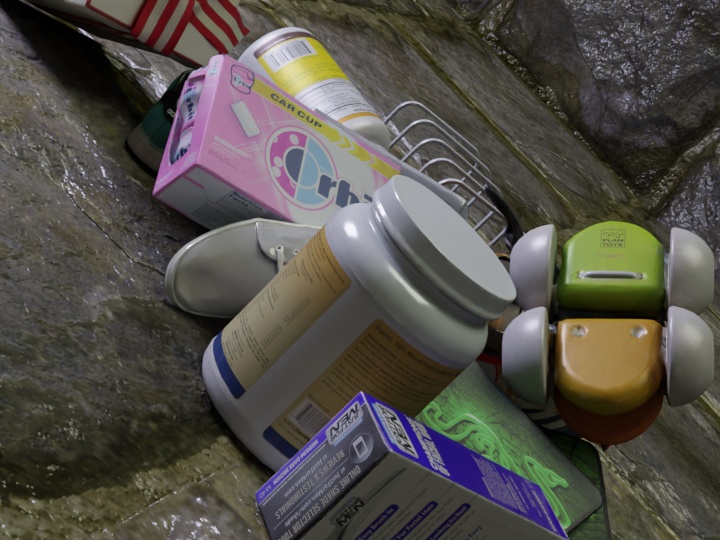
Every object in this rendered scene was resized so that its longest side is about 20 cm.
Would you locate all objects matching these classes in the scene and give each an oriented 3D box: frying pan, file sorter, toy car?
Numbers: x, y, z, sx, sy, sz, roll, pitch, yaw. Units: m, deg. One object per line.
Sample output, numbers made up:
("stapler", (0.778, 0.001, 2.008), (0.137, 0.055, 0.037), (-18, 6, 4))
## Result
("frying pan", (0.172, -0.014, 1.608), (0.115, 0.031, 0.190), (46, 4, 20))
("file sorter", (0.076, -0.073, 1.781), (0.139, 0.125, 0.200), (36, 18, -29))
("toy car", (0.216, 0.057, 1.421), (0.150, 0.174, 0.200), (76, 18, -52))

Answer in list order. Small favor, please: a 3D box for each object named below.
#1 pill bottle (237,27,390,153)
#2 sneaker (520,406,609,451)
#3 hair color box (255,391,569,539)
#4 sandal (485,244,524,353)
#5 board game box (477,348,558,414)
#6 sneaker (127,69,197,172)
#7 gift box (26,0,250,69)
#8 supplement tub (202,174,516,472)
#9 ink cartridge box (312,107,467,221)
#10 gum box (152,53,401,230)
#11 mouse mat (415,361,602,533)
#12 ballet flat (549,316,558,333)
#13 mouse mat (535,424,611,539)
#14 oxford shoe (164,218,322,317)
("pill bottle", (-0.043, -0.150, 1.704), (0.200, 0.109, 0.109), (54, 18, 26))
("sneaker", (0.175, 0.136, 1.631), (0.199, 0.085, 0.075), (14, 26, -13))
("hair color box", (0.038, 0.170, 1.126), (0.200, 0.109, 0.065), (31, 21, -41))
("sandal", (0.130, 0.016, 1.562), (0.080, 0.054, 0.200), (19, 23, -2))
("board game box", (0.133, 0.070, 1.575), (0.199, 0.046, 0.152), (13, 26, -14))
("sneaker", (-0.144, -0.140, 1.481), (0.071, 0.080, 0.200), (42, 16, -5))
("gift box", (-0.187, -0.291, 1.463), (0.186, 0.185, 0.200), (21, 3, 40))
("supplement tub", (0.000, 0.044, 1.173), (0.144, 0.200, 0.144), (41, 17, -15))
("ink cartridge box", (0.020, -0.066, 1.517), (0.162, 0.057, 0.200), (31, -3, 8))
("gum box", (-0.068, -0.075, 1.328), (0.200, 0.066, 0.114), (31, 51, -27))
("mouse mat", (0.085, 0.141, 1.298), (0.200, 0.008, 0.161), (47, 41, 15))
("ballet flat", (0.211, 0.046, 1.554), (0.066, 0.057, 0.200), (34, 32, 21))
("mouse mat", (0.112, 0.172, 1.306), (0.200, 0.008, 0.161), (18, 41, -17))
("oxford shoe", (-0.050, 0.000, 1.255), (0.199, 0.075, 0.058), (-3, 15, -22))
